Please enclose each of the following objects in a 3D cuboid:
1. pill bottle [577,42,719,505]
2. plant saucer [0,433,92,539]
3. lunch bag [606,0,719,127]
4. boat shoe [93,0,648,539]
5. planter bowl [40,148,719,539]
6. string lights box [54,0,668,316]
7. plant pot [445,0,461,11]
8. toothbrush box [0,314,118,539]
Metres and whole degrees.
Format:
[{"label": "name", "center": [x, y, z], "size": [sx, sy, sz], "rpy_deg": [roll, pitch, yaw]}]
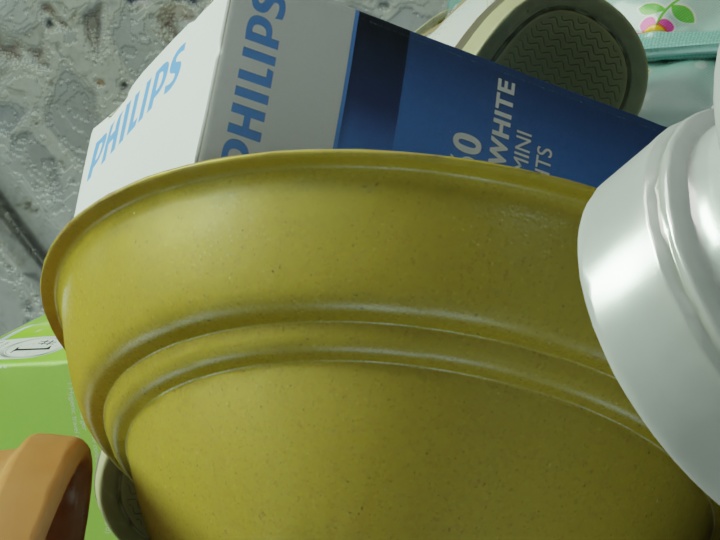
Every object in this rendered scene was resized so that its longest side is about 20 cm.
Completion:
[{"label": "pill bottle", "center": [0.136, -0.034, 0.515], "size": [0.200, 0.113, 0.113], "rpy_deg": [-39, -2, 32]}, {"label": "plant saucer", "center": [-0.106, 0.133, 0.698], "size": [0.200, 0.037, 0.202], "rpy_deg": [-166, 90, -90]}, {"label": "lunch bag", "center": [0.129, -0.068, 0.911], "size": [0.199, 0.077, 0.161], "rpy_deg": [-4, 41, 20]}, {"label": "boat shoe", "center": [0.000, 0.000, 0.837], "size": [0.200, 0.075, 0.068], "rpy_deg": [-46, 20, -1]}, {"label": "planter bowl", "center": [0.013, 0.056, 0.707], "size": [0.200, 0.199, 0.084], "rpy_deg": [-39, 36, 57]}, {"label": "string lights box", "center": [0.035, 0.000, 0.750], "size": [0.103, 0.199, 0.059], "rpy_deg": [140, 144, -58]}, {"label": "plant pot", "center": [0.126, -0.046, 1.069], "size": [0.200, 0.200, 0.135], "rpy_deg": [-38, 25, 29]}, {"label": "toothbrush box", "center": [-0.008, 0.048, 0.949], "size": [0.199, 0.087, 0.146], "rpy_deg": [-1, 12, 23]}]
